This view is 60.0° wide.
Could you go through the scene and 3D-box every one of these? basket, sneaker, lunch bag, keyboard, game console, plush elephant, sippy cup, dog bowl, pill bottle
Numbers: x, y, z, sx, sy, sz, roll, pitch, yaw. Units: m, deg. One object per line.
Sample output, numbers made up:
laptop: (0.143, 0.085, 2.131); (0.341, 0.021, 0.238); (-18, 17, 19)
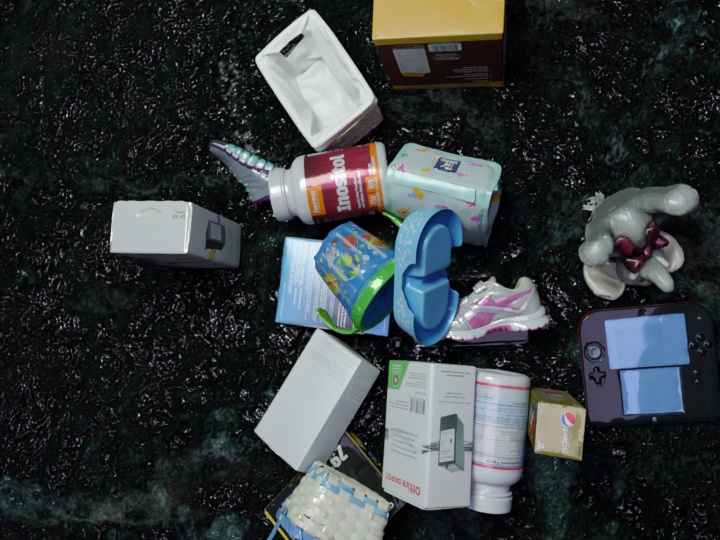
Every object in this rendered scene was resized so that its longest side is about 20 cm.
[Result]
basket: (-0.064, -0.309, 1.071); (0.134, 0.123, 0.202); (-35, 78, 8)
sneaker: (-0.199, -0.164, 1.118); (0.196, 0.074, 0.089); (26, 96, 13)
lunch bag: (0.132, -0.118, 0.969); (0.166, 0.200, 0.125); (17, 89, 15)
keyboard: (0.178, 0.060, 1.035); (0.194, 0.021, 0.131); (-3, 90, 12)
game console: (0.442, 0.145, 0.960); (0.194, 0.031, 0.182); (-6, 84, 13)
plush elephant: (0.410, -0.032, 0.927); (0.163, 0.200, 0.156); (-34, 102, 9)
sippy cup: (0.000, 0.000, 0.972); (0.130, 0.141, 0.177); (40, 68, 20)
basket: (-0.051, 0.412, 0.936); (0.174, 0.139, 0.203); (32, 72, -13)
dog bowl: (0.095, 0.007, 0.910); (0.049, 0.110, 0.206); (17, 116, 40)
sneaker: (0.193, 0.058, 0.986); (0.194, 0.081, 0.091); (-10, 88, 4)
pill bottle: (-0.048, -0.139, 1.032); (0.194, 0.113, 0.116); (-10, 83, 4)
pill bottle: (0.202, 0.259, 0.966); (0.106, 0.109, 0.206); (5, 87, 13)

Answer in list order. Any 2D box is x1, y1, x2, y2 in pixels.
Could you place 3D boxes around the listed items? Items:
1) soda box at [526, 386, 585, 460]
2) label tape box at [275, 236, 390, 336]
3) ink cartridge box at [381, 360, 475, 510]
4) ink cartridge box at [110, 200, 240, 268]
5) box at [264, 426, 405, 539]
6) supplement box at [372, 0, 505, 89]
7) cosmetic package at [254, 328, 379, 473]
soda box: (0.278, 0.216, 0.904); (0.062, 0.200, 0.070); (5, 86, 13)
label tape box: (-0.038, 0.028, 1.066); (0.194, 0.066, 0.148); (7, 86, 8)
ink cartridge box: (0.102, 0.245, 0.961); (0.082, 0.145, 0.206); (7, 83, -24)
ink cartridge box: (-0.308, -0.056, 1.066); (0.143, 0.200, 0.088); (1, 85, 13)
box: (-0.041, 0.390, 1.044); (0.200, 0.049, 0.160); (-46, 75, 6)
supplement box: (0.134, -0.392, 0.991); (0.192, 0.200, 0.137); (2, 85, 13)
cosmetic package: (-0.070, 0.215, 1.023); (0.112, 0.081, 0.203); (31, 87, 34)
